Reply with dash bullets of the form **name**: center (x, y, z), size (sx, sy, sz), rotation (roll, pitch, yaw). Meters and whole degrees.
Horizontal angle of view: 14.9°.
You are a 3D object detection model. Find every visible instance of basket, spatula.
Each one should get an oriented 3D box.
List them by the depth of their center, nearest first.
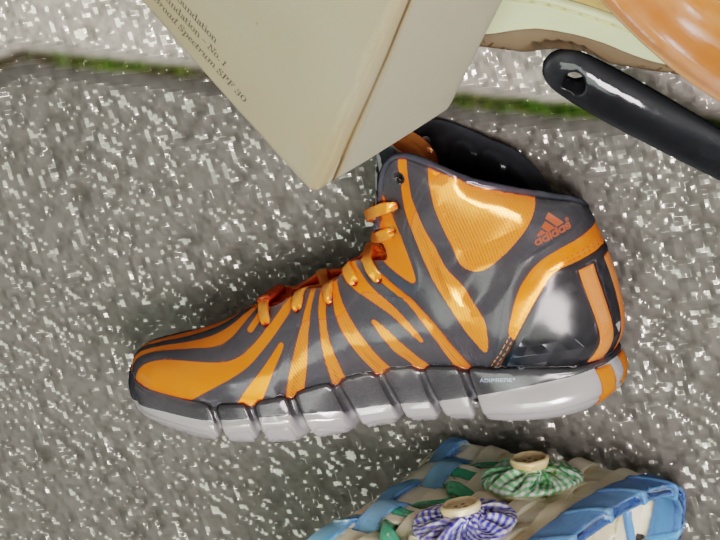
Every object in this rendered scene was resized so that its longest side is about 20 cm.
- **spatula**: center (0.151, -0.024, 0.986), size (0.200, 0.021, 0.057), rotation (32, 129, -3)
- **basket**: center (0.076, 0.153, 1.032), size (0.200, 0.176, 0.139), rotation (26, 119, 22)

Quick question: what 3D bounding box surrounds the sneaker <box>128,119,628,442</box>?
- **sneaker**: center (0.000, 0.000, 1.054), size (0.200, 0.078, 0.112), rotation (-7, 109, 14)

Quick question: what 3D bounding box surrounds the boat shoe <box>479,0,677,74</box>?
- **boat shoe**: center (0.102, -0.113, 0.951), size (0.200, 0.072, 0.076), rotation (7, 112, 20)

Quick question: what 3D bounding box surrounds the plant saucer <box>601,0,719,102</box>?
- **plant saucer**: center (0.123, -0.133, 0.831), size (0.200, 0.037, 0.200), rotation (36, 148, 27)

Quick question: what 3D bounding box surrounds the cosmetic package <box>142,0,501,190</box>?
- **cosmetic package**: center (0.001, -0.128, 0.895), size (0.104, 0.073, 0.200), rotation (48, 150, 15)
